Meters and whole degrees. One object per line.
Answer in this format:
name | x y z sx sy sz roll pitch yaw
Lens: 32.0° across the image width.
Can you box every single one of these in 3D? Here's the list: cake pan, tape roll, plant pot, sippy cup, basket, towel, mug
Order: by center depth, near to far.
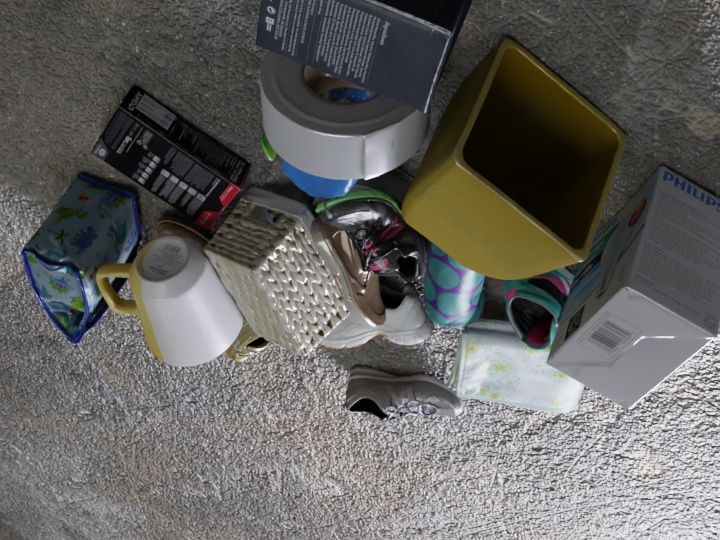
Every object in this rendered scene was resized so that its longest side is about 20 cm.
tape roll | -0.016 -0.199 1.434 0.199 0.204 0.071 15 141 11
plant pot | 0.158 -0.105 1.473 0.194 0.196 0.200 35 147 -15
sippy cup | -0.033 -0.164 1.537 0.139 0.131 0.178 35 139 -11
cake pan | 0.018 -0.065 1.709 0.197 0.037 0.202 14 141 12
basket | -0.113 0.005 1.759 0.135 0.124 0.201 21 149 43
mug | -0.272 0.038 1.773 0.184 0.151 0.154 -21 140 -3
towel | 0.229 0.138 1.796 0.196 0.049 0.172 6 146 1

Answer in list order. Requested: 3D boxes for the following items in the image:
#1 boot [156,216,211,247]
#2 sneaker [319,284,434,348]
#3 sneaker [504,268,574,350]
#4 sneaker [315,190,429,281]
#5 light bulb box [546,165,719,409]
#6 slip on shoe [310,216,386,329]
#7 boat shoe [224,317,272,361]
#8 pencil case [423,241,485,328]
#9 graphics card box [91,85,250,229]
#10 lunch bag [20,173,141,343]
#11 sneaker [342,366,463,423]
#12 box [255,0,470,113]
boot | -0.244 0.004 1.900 0.073 0.076 0.201 -12 128 41
sneaker | 0.007 0.056 1.841 0.197 0.076 0.093 -5 127 21
sneaker | 0.269 0.060 1.655 0.198 0.122 0.084 30 142 -8
sneaker | 0.023 -0.042 1.590 0.076 0.085 0.199 -20 148 38
light bulb box | 0.341 0.022 1.507 0.124 0.202 0.199 29 142 -5
slip on shoe | 0.000 0.000 1.713 0.060 0.077 0.201 -16 125 18
boat shoe | -0.154 0.098 1.951 0.064 0.073 0.201 59 137 16
pencil case | 0.134 -0.013 1.670 0.085 0.092 0.201 46 153 26
graphics card box | -0.263 -0.154 1.743 0.198 0.051 0.125 33 142 -13
lunch bag | -0.405 -0.009 1.887 0.126 0.171 0.201 21 144 14
sneaker | 0.066 0.212 1.972 0.197 0.083 0.075 5 139 23
box | 0.019 -0.302 1.296 0.194 0.202 0.125 21 144 4
